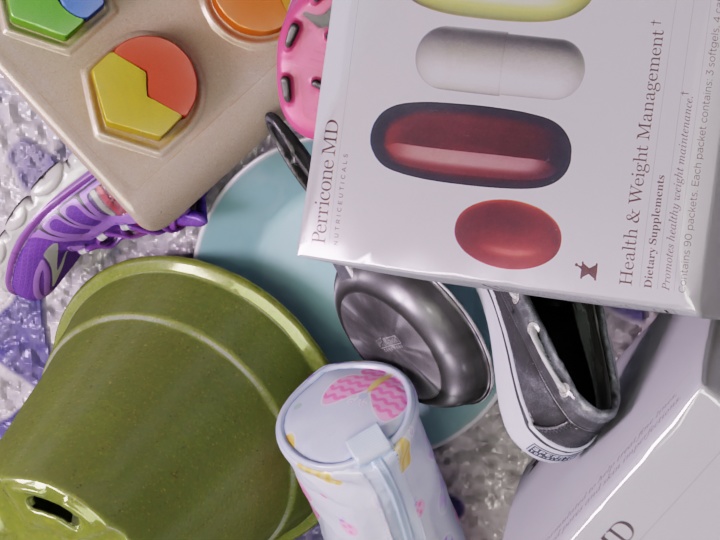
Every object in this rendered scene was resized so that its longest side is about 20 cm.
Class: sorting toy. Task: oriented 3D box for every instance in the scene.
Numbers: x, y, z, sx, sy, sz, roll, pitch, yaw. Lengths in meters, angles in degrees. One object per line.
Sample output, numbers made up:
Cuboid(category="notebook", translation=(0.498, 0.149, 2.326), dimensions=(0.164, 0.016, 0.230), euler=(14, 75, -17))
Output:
Cuboid(category="sorting toy", translation=(-0.111, -0.152, 1.374), dimensions=(0.185, 0.036, 0.200), euler=(-43, 97, -9))

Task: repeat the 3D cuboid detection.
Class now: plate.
Cuboid(category="plate", translation=(0.000, 0.013, 1.461), dimensions=(0.200, 0.026, 0.201), euler=(5, 111, 14))

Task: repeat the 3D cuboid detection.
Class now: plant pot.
Cuboid(category="plant pot", translation=(-0.134, 0.122, 1.434), dimensions=(0.200, 0.190, 0.200), euler=(13, 122, 21))

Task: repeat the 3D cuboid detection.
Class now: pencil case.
Cuboid(category="pencil case", translation=(0.015, 0.145, 1.437), dimensions=(0.083, 0.091, 0.200), euler=(-17, 128, 3))

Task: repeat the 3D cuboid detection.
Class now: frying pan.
Cuboid(category="frying pan", translation=(0.012, 0.004, 1.382), dimensions=(0.115, 0.031, 0.190), euler=(15, 139, 49))

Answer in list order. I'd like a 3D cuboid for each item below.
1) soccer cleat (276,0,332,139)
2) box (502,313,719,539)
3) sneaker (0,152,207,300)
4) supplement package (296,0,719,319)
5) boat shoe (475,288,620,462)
Cuboid(category="soccer cleat", translation=(0.005, -0.168, 1.351), dimensions=(0.070, 0.086, 0.200), euler=(14, 104, 5))
Cuboid(category="box", translation=(0.180, 0.121, 1.347), dimensions=(0.131, 0.200, 0.199), euler=(36, 116, -4))
Cuboid(category="sneaker", translation=(-0.133, -0.042, 1.446), dimensions=(0.200, 0.081, 0.083), euler=(-41, 90, 25))
Cuboid(category="supplement package", translation=(0.099, -0.082, 1.205), dimensions=(0.200, 0.147, 0.192), euler=(7, 90, 24))
Cuboid(category="boat shoe", translation=(0.095, -0.001, 1.349), dimensions=(0.073, 0.200, 0.068), euler=(8, 148, -26))
